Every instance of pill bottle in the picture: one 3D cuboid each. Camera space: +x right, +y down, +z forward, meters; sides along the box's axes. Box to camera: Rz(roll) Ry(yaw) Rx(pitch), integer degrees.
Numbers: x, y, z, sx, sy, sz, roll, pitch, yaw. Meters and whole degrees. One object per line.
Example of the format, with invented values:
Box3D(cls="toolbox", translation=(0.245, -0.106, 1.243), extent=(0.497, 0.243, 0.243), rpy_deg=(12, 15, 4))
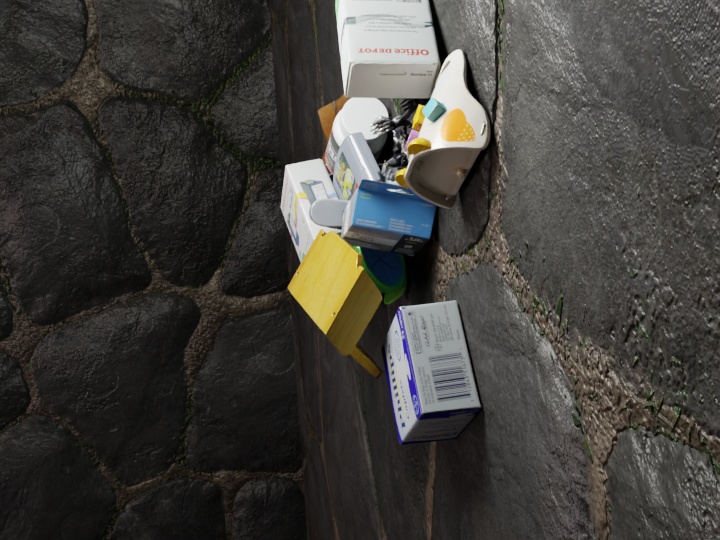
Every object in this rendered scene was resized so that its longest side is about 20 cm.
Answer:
Box3D(cls="pill bottle", translation=(-0.007, -0.269, 1.850), extent=(0.200, 0.112, 0.116), rpy_deg=(117, 145, -70))

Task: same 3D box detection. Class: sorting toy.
Box3D(cls="sorting toy", translation=(0.122, -0.221, 1.338), extent=(0.200, 0.105, 0.183), rpy_deg=(113, 168, -68))

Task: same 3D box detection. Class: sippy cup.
Box3D(cls="sippy cup", translation=(0.000, 0.000, 1.771), extent=(0.130, 0.139, 0.179), rpy_deg=(-30, 92, 36))

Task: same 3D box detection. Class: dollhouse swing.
Box3D(cls="dollhouse swing", translation=(-0.010, 0.062, 1.631), extent=(0.183, 0.174, 0.200), rpy_deg=(-59, 31, 7))

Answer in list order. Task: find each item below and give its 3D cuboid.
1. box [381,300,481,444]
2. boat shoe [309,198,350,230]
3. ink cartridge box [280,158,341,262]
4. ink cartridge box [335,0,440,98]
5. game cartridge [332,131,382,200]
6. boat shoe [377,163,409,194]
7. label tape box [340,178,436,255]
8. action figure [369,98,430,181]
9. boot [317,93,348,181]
Box3D(cls="box", translation=(0.113, 0.176, 1.516), extent=(0.201, 0.103, 0.187), rpy_deg=(106, 156, -64))
Box3D(cls="boat shoe", translation=(0.000, -0.101, 1.697), extent=(0.057, 0.196, 0.070), rpy_deg=(-161, 81, -82))
Box3D(cls="ink cartridge box", translation=(-0.094, -0.104, 1.863), extent=(0.146, 0.086, 0.202), rpy_deg=(107, 147, -56))
Box3D(cls="ink cartridge box", translation=(0.039, -0.373, 1.433), extent=(0.083, 0.144, 0.203), rpy_deg=(102, 165, -58))
Box3D(cls="game cartridge", translation=(-0.010, -0.169, 1.765), extent=(0.201, 0.040, 0.135), rpy_deg=(108, 146, -57))
Box3D(cls="boat shoe", translation=(0.047, -0.172, 1.763), extent=(0.200, 0.069, 0.073), rpy_deg=(-163, 68, -71))
Box3D(cls="label tape box", translation=(0.049, -0.087, 1.570), extent=(0.200, 0.142, 0.064), rpy_deg=(128, 151, -75))
Box3D(cls="action figure", translation=(0.069, -0.217, 1.532), extent=(0.201, 0.101, 0.120), rpy_deg=(111, 139, -64))
Box3D(cls="boot", translation=(-0.081, -0.296, 2.115), extent=(0.187, 0.068, 0.203), rpy_deg=(-30, 61, 34))
